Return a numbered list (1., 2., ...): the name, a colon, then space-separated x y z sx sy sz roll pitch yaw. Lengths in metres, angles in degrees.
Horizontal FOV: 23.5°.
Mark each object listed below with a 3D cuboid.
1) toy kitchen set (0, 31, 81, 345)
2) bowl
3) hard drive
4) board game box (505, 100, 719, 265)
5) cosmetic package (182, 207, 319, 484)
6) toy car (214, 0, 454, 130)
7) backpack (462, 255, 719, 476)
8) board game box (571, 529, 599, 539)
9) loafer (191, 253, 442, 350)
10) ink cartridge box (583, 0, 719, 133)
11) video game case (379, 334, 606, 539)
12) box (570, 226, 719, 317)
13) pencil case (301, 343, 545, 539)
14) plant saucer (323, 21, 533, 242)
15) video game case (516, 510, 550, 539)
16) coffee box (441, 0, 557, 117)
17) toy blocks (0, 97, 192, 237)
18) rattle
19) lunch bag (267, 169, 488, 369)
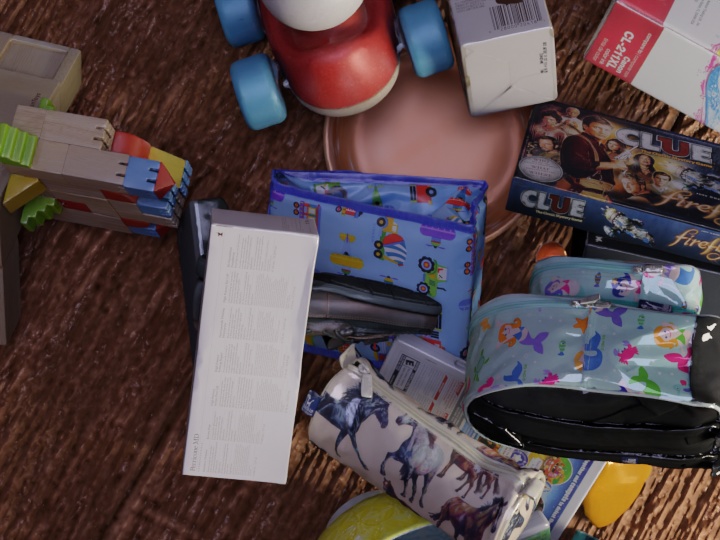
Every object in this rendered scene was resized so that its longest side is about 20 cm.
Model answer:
1. toy kitchen set: -0.349 -0.084 1.490 0.162 0.181 0.201 14 46 5
2. bowl: 0.025 0.247 1.430 0.199 0.201 0.108 -33 43 -3
3. hard drive: -0.121 0.048 1.441 0.033 0.140 0.202 -6 85 -12
4. board game box: 0.227 -0.073 1.419 0.199 0.136 0.035 15 126 4
5. cosmetic package: -0.085 0.058 1.314 0.082 0.051 0.202 6 107 -9
6. toy car: -0.038 -0.244 1.417 0.183 0.200 0.178 -16 58 3
7. backpack: 0.177 0.074 1.320 0.198 0.178 0.152 -2 68 9
8. board game box: 0.242 0.269 1.392 0.150 0.200 0.047 28 85 2
9. loafer: -0.037 0.033 1.370 0.198 0.072 0.063 11 99 -10
10. ink cartridge box: 0.310 -0.199 1.462 0.199 0.083 0.146 29 54 2
11. video game case: 0.097 0.145 1.449 0.199 0.018 0.144 26 129 3
12. box: 0.278 -0.010 1.441 0.198 0.141 0.079 13 124 2
13. pencil case: 0.051 0.143 1.327 0.199 0.090 0.078 31 52 25
14. plant saucer: 0.067 -0.114 1.507 0.198 0.037 0.202 0 86 1
15. video game case: 0.067 0.295 1.401 0.199 0.183 0.022 -20 42 -13
16. coffee box: 0.105 -0.248 1.449 0.079 0.115 0.201 -12 63 2
17. toy blocks: -0.202 -0.075 1.413 0.136 0.200 0.101 10 76 7
18. rattle: 0.197 0.093 1.494 0.130 0.143 0.200 -30 65 -29
19. lunch bag: 0.000 0.000 1.452 0.198 0.094 0.152 7 117 9
